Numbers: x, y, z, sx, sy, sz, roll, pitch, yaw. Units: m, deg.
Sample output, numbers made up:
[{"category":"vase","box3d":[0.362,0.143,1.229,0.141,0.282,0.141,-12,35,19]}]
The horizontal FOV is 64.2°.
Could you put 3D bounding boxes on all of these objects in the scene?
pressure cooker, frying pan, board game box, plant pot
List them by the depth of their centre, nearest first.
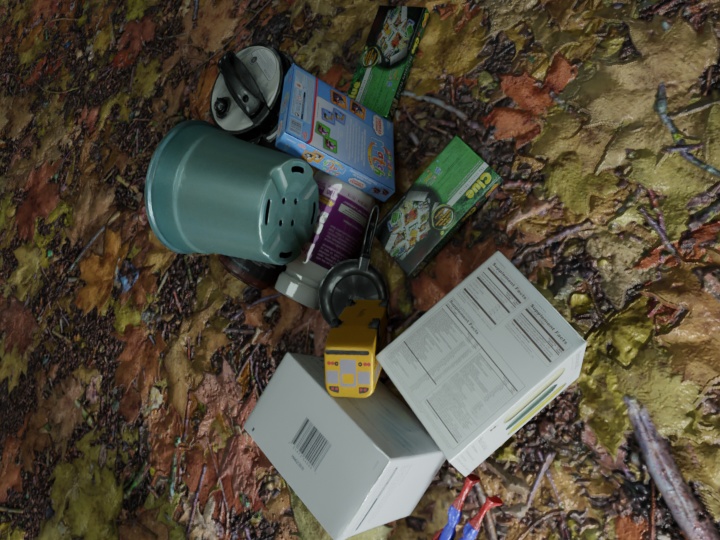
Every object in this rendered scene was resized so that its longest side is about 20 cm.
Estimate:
[{"category":"plant pot","box3d":[-0.177,-0.104,0.845,0.191,0.199,0.207,16,84,27]},{"category":"board game box","box3d":[0.114,-0.098,0.883,0.200,0.023,0.105,-47,58,12]},{"category":"frying pan","box3d":[0.012,0.012,0.884,0.114,0.031,0.192,36,92,-13]},{"category":"board game box","box3d":[-0.032,-0.212,0.887,0.036,0.195,0.155,-39,38,43]},{"category":"pressure cooker","box3d":[-0.164,-0.285,0.999,0.171,0.199,0.185,7,79,31]},{"category":"board game box","box3d":[0.043,-0.365,1.005,0.102,0.023,0.206,19,86,30]}]

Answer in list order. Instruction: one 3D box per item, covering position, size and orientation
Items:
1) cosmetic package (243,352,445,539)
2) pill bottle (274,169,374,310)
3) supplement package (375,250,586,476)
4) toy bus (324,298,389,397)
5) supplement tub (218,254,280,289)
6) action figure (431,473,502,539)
[{"category":"cosmetic package","box3d":[-0.013,0.225,0.772,0.198,0.199,0.125,38,97,31]},{"category":"pill bottle","box3d":[-0.063,-0.047,0.927,0.110,0.112,0.205,23,88,32]},{"category":"supplement package","box3d":[0.150,0.120,0.713,0.198,0.152,0.152,-39,61,-2]},{"category":"toy bus","box3d":[0.001,0.094,0.773,0.063,0.200,0.081,-1,100,9]},{"category":"supplement tub","box3d":[-0.155,-0.077,0.993,0.106,0.106,0.203,35,94,32]},{"category":"action figure","box3d":[0.116,0.370,0.751,0.065,0.051,0.204,35,100,37]}]
